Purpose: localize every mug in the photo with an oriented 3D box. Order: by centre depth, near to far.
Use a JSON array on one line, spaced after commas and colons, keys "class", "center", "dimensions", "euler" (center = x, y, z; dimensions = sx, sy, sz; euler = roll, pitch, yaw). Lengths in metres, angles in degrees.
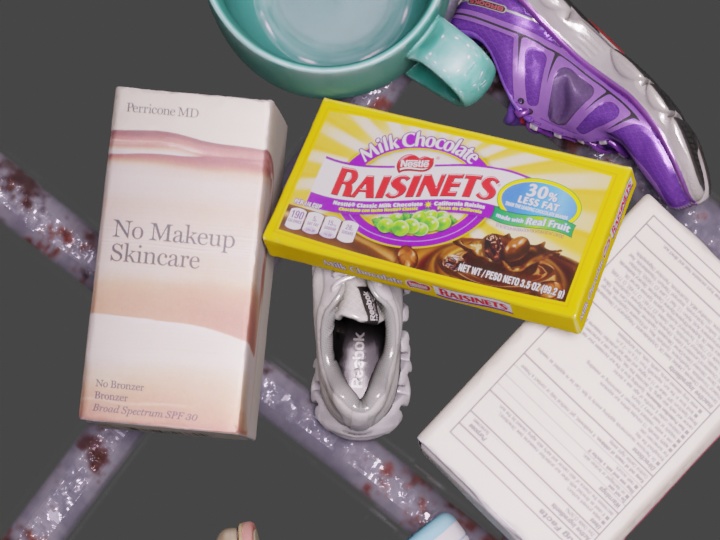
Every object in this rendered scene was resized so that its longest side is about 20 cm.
[{"class": "mug", "center": [-0.014, -0.167, 1.276], "dimensions": [0.151, 0.114, 0.186], "euler": [-17, 83, 0]}]

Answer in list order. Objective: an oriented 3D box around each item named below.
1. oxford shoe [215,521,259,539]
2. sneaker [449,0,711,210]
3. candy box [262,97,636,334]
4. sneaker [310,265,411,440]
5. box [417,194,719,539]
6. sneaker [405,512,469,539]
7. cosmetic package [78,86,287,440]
[{"class": "oxford shoe", "center": [-0.096, 0.248, 1.250], "dimensions": [0.073, 0.071, 0.202], "euler": [6, 83, 5]}, {"class": "sneaker", "center": [0.135, -0.104, 1.296], "dimensions": [0.200, 0.081, 0.083], "euler": [45, 100, 16]}, {"class": "candy box", "center": [0.050, -0.035, 1.224], "dimensions": [0.199, 0.026, 0.103], "euler": [14, 65, 22]}, {"class": "sneaker", "center": [0.000, 0.000, 1.274], "dimensions": [0.075, 0.081, 0.202], "euler": [-4, 81, 3]}, {"class": "box", "center": [0.145, 0.075, 1.245], "dimensions": [0.128, 0.109, 0.200], "euler": [44, 86, 6]}, {"class": "sneaker", "center": [0.027, 0.246, 1.216], "dimensions": [0.131, 0.080, 0.200], "euler": [48, 60, 2]}, {"class": "cosmetic package", "center": [-0.106, -0.002, 1.272], "dimensions": [0.103, 0.087, 0.202], "euler": [4, 83, 4]}]
